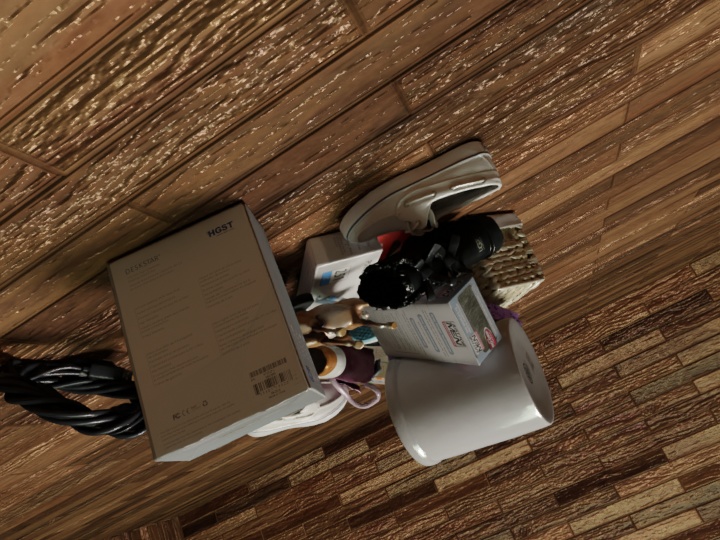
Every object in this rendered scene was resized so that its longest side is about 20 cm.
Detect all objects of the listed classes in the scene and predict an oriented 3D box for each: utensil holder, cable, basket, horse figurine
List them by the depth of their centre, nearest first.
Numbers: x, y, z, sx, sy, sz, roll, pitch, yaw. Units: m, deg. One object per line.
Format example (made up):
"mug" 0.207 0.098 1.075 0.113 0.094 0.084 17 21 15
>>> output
"cable" -0.334 0.152 0.637 0.199 0.162 0.051 23 92 -46
"horse figurine" -0.031 0.067 0.656 0.131 0.051 0.199 -2 -167 40
"utensil holder" 0.162 0.179 0.799 0.198 0.172 0.169 -25 161 25
"basket" 0.186 0.013 0.895 0.134 0.125 0.200 -9 155 -34

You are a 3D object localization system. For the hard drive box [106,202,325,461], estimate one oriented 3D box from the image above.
"hard drive box" -0.143 0.060 0.533 0.154 0.202 0.077 -23 160 0

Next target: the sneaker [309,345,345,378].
"sneaker" -0.127 0.140 0.819 0.197 0.074 0.085 -11 167 13

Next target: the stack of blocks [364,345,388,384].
"stack of blocks" -0.018 0.183 1.052 0.196 0.060 0.115 3 163 2

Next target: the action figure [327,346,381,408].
"action figure" -0.075 0.155 0.910 0.198 0.150 0.134 19 133 -24

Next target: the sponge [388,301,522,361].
"sponge" 0.149 0.109 0.872 0.111 0.030 0.199 19 142 -38

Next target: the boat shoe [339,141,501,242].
"boat shoe" 0.069 -0.076 0.631 0.198 0.066 0.073 -30 159 13

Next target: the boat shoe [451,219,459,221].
"boat shoe" 0.090 0.001 0.826 0.064 0.071 0.201 -23 155 -48

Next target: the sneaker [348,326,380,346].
"sneaker" 0.080 0.098 1.053 0.197 0.081 0.131 -16 158 6

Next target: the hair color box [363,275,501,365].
"hair color box" 0.092 0.070 0.767 0.060 0.100 0.199 -39 -162 -30

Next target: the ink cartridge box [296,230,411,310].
"ink cartridge box" 0.000 0.000 0.772 0.174 0.045 0.201 -16 158 -18

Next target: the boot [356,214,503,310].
"boot" 0.065 -0.004 0.667 0.161 0.074 0.198 -28 -174 -29

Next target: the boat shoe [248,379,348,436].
"boat shoe" -0.104 0.221 0.911 0.197 0.073 0.066 -6 144 -27

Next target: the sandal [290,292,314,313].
"sandal" -0.098 0.079 0.742 0.075 0.048 0.201 -28 169 -20
